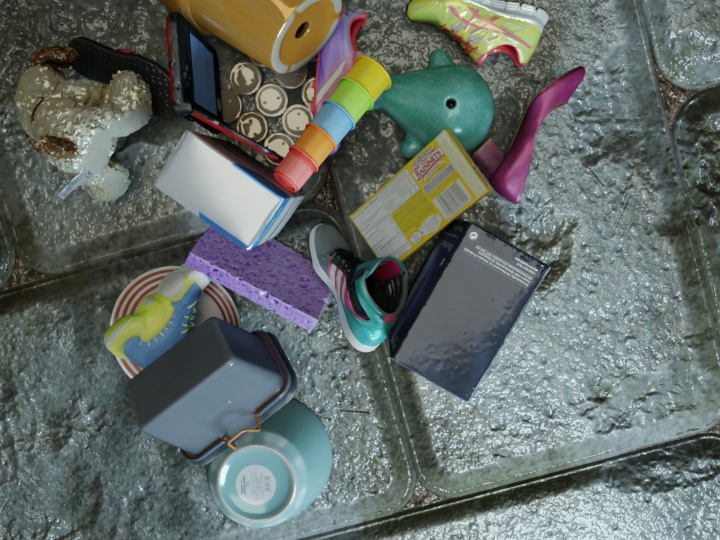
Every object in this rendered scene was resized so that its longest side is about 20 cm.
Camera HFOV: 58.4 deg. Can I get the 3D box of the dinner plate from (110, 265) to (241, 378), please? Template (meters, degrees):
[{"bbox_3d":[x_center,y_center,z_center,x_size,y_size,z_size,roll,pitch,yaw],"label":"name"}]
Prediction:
[{"bbox_3d":[-0.277,0.092,0.976,0.199,0.024,0.201,0,95,2],"label":"dinner plate"}]

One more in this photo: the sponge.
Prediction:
[{"bbox_3d":[-0.137,-0.002,0.918,0.200,0.112,0.030,29,128,-5],"label":"sponge"}]

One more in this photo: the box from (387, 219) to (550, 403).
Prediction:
[{"bbox_3d":[0.132,0.043,0.875,0.123,0.200,0.199,29,95,-2],"label":"box"}]

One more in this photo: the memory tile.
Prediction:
[{"bbox_3d":[-0.115,-0.270,0.944,0.153,0.017,0.200,37,95,-2],"label":"memory tile"}]

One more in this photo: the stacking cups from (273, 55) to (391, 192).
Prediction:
[{"bbox_3d":[-0.038,-0.188,0.849,0.060,0.061,0.200,36,80,-2],"label":"stacking cups"}]

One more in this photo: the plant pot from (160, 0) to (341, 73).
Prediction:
[{"bbox_3d":[-0.129,-0.362,0.827,0.183,0.200,0.200,44,95,9],"label":"plant pot"}]

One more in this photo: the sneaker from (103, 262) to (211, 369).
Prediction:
[{"bbox_3d":[-0.267,0.069,0.938,0.200,0.076,0.105,-38,112,4],"label":"sneaker"}]

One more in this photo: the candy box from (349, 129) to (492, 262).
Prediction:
[{"bbox_3d":[0.079,-0.092,0.895,0.200,0.026,0.102,-39,77,35],"label":"candy box"}]

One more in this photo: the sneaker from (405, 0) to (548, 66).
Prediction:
[{"bbox_3d":[0.158,-0.337,0.904,0.199,0.078,0.091,12,102,2],"label":"sneaker"}]

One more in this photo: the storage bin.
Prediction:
[{"bbox_3d":[-0.207,0.164,0.875,0.200,0.134,0.146,-38,56,5],"label":"storage bin"}]

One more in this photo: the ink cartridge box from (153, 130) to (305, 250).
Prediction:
[{"bbox_3d":[-0.166,-0.109,0.869,0.146,0.200,0.084,35,97,-2],"label":"ink cartridge box"}]

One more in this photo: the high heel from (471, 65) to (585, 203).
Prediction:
[{"bbox_3d":[0.260,-0.192,0.917,0.200,0.067,0.096,-44,83,19],"label":"high heel"}]

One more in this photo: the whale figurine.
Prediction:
[{"bbox_3d":[0.088,-0.236,0.899,0.199,0.104,0.160,20,96,2],"label":"whale figurine"}]

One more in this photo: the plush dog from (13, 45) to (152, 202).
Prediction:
[{"bbox_3d":[-0.407,-0.205,0.882,0.172,0.160,0.200,38,118,19],"label":"plush dog"}]

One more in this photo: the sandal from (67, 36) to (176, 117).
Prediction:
[{"bbox_3d":[-0.331,-0.285,0.928,0.200,0.045,0.075,28,124,12],"label":"sandal"}]

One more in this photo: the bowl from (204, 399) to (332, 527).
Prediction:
[{"bbox_3d":[-0.144,0.294,0.952,0.200,0.105,0.202,0,94,1],"label":"bowl"}]

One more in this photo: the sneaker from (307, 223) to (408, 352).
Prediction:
[{"bbox_3d":[0.000,0.000,0.890,0.121,0.083,0.201,-43,66,45],"label":"sneaker"}]

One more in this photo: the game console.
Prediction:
[{"bbox_3d":[-0.163,-0.227,0.841,0.118,0.200,0.173,-3,95,1],"label":"game console"}]

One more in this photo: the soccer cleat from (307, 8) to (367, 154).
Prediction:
[{"bbox_3d":[-0.029,-0.264,0.901,0.076,0.067,0.201,1,91,11],"label":"soccer cleat"}]
